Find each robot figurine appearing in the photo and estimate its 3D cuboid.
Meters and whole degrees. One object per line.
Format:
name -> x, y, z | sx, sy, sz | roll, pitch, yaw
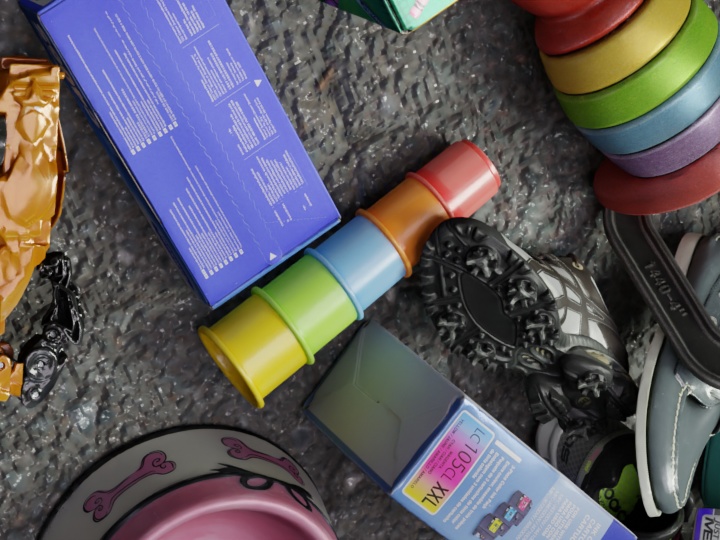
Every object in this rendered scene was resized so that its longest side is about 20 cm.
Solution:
robot figurine -> -0.216, -0.014, 0.978 | 0.144, 0.058, 0.201 | 1, 106, -26

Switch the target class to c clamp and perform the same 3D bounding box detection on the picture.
c clamp -> 0.254, -0.004, 1.154 | 0.170, 0.200, 0.027 | -29, 155, -12

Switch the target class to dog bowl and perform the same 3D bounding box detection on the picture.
dog bowl -> -0.095, 0.198, 1.099 | 0.199, 0.074, 0.201 | -9, 111, -24

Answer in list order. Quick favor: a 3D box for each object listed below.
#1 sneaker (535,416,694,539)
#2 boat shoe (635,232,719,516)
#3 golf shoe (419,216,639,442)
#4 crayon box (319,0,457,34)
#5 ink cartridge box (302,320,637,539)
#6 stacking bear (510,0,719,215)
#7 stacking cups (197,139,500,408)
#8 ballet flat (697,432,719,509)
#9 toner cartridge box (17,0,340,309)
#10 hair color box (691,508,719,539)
sneaker -> 0.184, 0.173, 1.220 | 0.074, 0.087, 0.200 | -34, 119, -13
boat shoe -> 0.217, 0.063, 1.155 | 0.073, 0.062, 0.201 | 62, 39, -50
golf shoe -> 0.100, 0.020, 1.134 | 0.078, 0.095, 0.200 | -23, 131, 24
crayon box -> 0.065, -0.216, 1.015 | 0.200, 0.119, 0.058 | -35, 119, -12
ink cartridge box -> 0.076, 0.131, 1.124 | 0.200, 0.136, 0.076 | 38, 90, -30
stacking bear -> 0.151, -0.141, 1.093 | 0.121, 0.114, 0.200 | -45, 116, -7
stacking cups -> 0.000, 0.000, 1.092 | 0.200, 0.060, 0.061 | -37, 119, -14
ballet flat -> 0.268, 0.071, 1.247 | 0.073, 0.073, 0.201 | 1, 100, -26
toner cartridge box -> -0.097, -0.086, 1.021 | 0.095, 0.043, 0.200 | -34, 118, -12
hair color box -> 0.263, 0.252, 1.234 | 0.200, 0.065, 0.110 | 64, 34, -52
